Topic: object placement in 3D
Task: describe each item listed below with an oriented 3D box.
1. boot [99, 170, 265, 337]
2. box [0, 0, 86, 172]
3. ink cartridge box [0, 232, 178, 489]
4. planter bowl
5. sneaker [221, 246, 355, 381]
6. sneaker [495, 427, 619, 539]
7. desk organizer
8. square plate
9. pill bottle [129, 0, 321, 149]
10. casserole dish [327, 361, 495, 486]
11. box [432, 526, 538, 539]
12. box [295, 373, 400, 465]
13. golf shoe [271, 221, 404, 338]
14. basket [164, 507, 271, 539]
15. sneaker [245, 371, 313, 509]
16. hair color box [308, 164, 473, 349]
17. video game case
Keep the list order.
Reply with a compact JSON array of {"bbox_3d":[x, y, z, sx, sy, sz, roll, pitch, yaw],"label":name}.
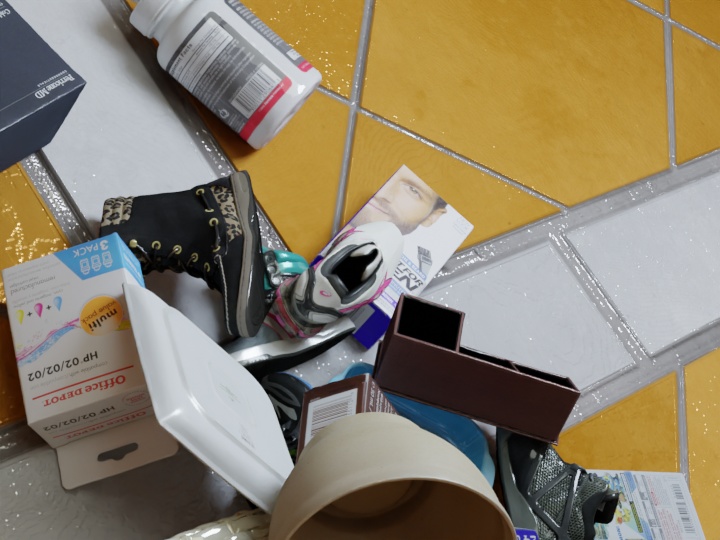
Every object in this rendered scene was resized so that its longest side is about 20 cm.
[{"bbox_3d":[-0.170,-0.010,1.541,0.151,0.073,0.200,-7,50,0],"label":"boot"},{"bbox_3d":[-0.401,-0.175,1.529,0.182,0.104,0.200,46,44,4],"label":"box"},{"bbox_3d":[-0.240,0.080,1.435,0.115,0.068,0.200,-19,62,3],"label":"ink cartridge box"},{"bbox_3d":[0.015,0.200,1.314,0.200,0.200,0.135,18,29,-24],"label":"planter bowl"},{"bbox_3d":[-0.101,0.039,1.590,0.200,0.084,0.121,-19,74,-50],"label":"sneaker"},{"bbox_3d":[0.197,0.205,1.653,0.114,0.076,0.199,-10,60,-1],"label":"sneaker"},{"bbox_3d":[0.118,0.098,1.619,0.200,0.077,0.072,18,40,-3],"label":"desk organizer"},{"bbox_3d":[-0.120,0.115,1.392,0.200,0.028,0.198,45,12,-36],"label":"square plate"},{"bbox_3d":[-0.149,-0.235,1.749,0.200,0.111,0.111,42,44,-2],"label":"pill bottle"},{"bbox_3d":[0.043,0.173,1.624,0.200,0.039,0.121,29,46,-13],"label":"casserole dish"},{"bbox_3d":[0.086,0.352,1.412,0.105,0.184,0.200,8,53,-33],"label":"box"},{"bbox_3d":[0.020,0.200,1.493,0.200,0.075,0.100,56,25,-37],"label":"box"},{"bbox_3d":[0.000,0.000,1.593,0.073,0.092,0.200,56,38,-6],"label":"golf shoe"},{"bbox_3d":[-0.141,0.291,1.342,0.200,0.123,0.136,-15,68,-42],"label":"basket"},{"bbox_3d":[-0.069,0.182,1.514,0.083,0.071,0.200,14,54,-35],"label":"sneaker"},{"bbox_3d":[0.028,-0.018,1.743,0.109,0.065,0.200,42,42,-1],"label":"hair color box"},{"bbox_3d":[0.302,0.306,1.718,0.182,0.022,0.200,6,55,-32],"label":"video game case"}]
